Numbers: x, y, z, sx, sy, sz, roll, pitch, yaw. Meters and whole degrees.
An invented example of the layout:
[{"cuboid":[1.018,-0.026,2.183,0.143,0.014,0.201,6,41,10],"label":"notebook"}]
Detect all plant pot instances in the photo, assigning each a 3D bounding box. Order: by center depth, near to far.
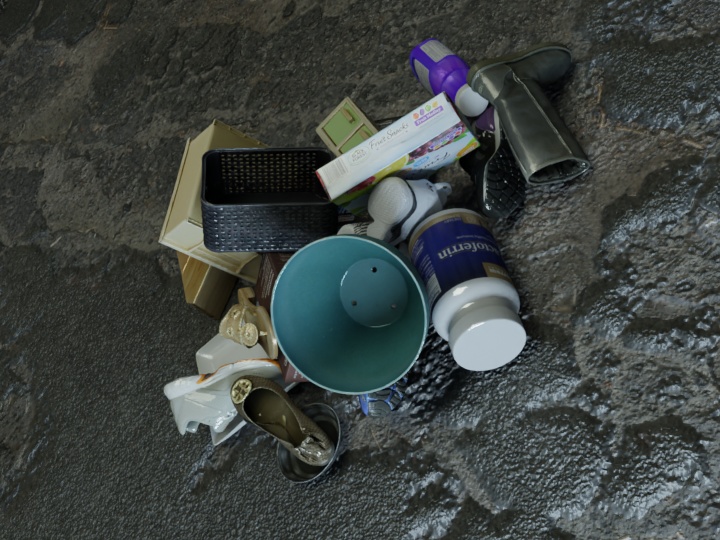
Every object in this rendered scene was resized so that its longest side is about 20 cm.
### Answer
[{"cuboid":[0.002,0.042,1.376,0.200,0.200,0.135,-35,0,20],"label":"plant pot"}]

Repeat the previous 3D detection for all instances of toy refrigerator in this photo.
[{"cuboid":[0.009,-0.178,1.615,0.076,0.070,0.200,-45,41,10],"label":"toy refrigerator"}]

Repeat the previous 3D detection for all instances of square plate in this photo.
[{"cuboid":[-0.165,0.145,1.655,0.200,0.028,0.198,-39,42,17],"label":"square plate"}]

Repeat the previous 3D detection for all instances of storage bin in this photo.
[{"cuboid":[-0.135,-0.106,1.594,0.199,0.094,0.135,-1,43,-6],"label":"storage bin"},{"cuboid":[-0.197,-0.108,1.743,0.094,0.198,0.200,-30,42,50],"label":"storage bin"}]

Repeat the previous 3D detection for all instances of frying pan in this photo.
[{"cuboid":[-0.098,0.248,1.511,0.190,0.031,0.115,-15,55,37],"label":"frying pan"}]

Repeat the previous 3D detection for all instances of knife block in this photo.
[{"cuboid":[-0.226,-0.041,1.819,0.175,0.064,0.200,-39,42,18],"label":"knife block"}]

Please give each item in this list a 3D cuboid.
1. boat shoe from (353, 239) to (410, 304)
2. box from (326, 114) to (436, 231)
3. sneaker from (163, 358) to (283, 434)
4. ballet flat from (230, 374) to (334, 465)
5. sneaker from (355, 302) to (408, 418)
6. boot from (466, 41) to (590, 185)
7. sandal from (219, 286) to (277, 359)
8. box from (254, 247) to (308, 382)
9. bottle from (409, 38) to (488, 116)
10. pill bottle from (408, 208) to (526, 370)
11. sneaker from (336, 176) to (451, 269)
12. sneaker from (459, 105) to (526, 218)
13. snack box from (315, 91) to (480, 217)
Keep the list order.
[{"cuboid":[0.000,0.000,1.574,0.201,0.061,0.072,-23,48,31],"label":"boat shoe"},{"cuboid":[0.027,-0.144,1.662,0.200,0.050,0.199,-4,61,42],"label":"box"},{"cuboid":[-0.193,0.188,1.591,0.200,0.076,0.092,-19,79,22],"label":"sneaker"},{"cuboid":[-0.115,0.203,1.478,0.200,0.046,0.067,35,94,35],"label":"ballet flat"},{"cuboid":[0.012,0.124,1.478,0.078,0.075,0.200,-41,33,31],"label":"sneaker"},{"cuboid":[0.256,-0.216,1.463,0.181,0.073,0.200,-21,54,-17],"label":"boot"},{"cuboid":[-0.177,0.083,1.594,0.069,0.078,0.212,-11,20,-13],"label":"sandal"},{"cuboid":[-0.094,0.058,1.568,0.200,0.075,0.100,-116,33,-44],"label":"box"},{"cuboid":[0.135,-0.285,1.611,0.065,0.084,0.200,-33,31,2],"label":"bottle"},{"cuboid":[0.138,0.024,1.382,0.116,0.116,0.200,-36,43,19],"label":"pill bottle"},{"cuboid":[0.045,-0.055,1.473,0.075,0.115,0.200,60,137,24],"label":"sneaker"},{"cuboid":[0.180,-0.144,1.509,0.087,0.076,0.200,-25,39,42],"label":"sneaker"},{"cuboid":[0.053,-0.152,1.444,0.200,0.142,0.053,-30,77,12],"label":"snack box"}]
